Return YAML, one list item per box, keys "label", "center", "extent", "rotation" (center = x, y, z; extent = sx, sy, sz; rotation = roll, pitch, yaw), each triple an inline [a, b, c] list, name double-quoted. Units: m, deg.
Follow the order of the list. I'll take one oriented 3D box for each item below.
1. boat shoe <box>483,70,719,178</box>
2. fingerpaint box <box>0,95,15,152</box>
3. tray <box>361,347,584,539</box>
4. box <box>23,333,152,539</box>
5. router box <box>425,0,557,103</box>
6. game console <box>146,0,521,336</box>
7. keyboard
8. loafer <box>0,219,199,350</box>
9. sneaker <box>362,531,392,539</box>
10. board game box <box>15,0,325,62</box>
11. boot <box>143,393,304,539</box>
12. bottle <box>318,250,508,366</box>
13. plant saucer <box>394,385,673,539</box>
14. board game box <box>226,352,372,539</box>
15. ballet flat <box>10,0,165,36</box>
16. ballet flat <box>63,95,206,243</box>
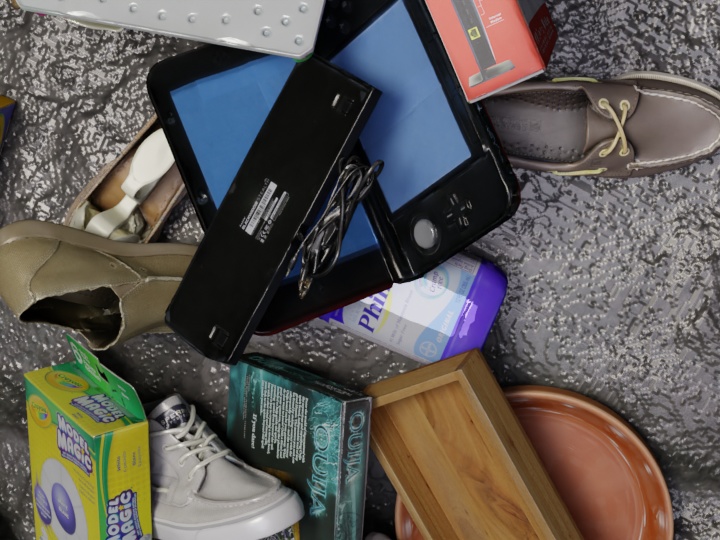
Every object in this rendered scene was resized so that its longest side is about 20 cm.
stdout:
- label: "boat shoe"
  center: [0.148, -0.095, 0.961]
  extent: [0.198, 0.060, 0.073]
  rotation: [4, 104, 8]
- label: "fingerpaint box"
  center: [-0.361, -0.054, 1.047]
  extent: [0.166, 0.073, 0.201]
  rotation: [22, 107, 3]
- label: "tray"
  center: [0.084, 0.157, 0.997]
  extent: [0.098, 0.037, 0.201]
  rotation: [-22, 104, 35]
- label: "box"
  center: [-0.194, 0.155, 1.041]
  extent: [0.117, 0.048, 0.202]
  rotation: [28, 122, 48]
- label: "router box"
  center: [0.061, -0.204, 0.875]
  extent: [0.049, 0.200, 0.181]
  rotation: [-22, 100, 14]
- label: "game console"
  center: [-0.021, -0.087, 0.926]
  extent: [0.172, 0.118, 0.201]
  rotation: [-34, 75, 46]
- label: "keyboard"
  center: [-0.043, -0.029, 0.911]
  extent: [0.104, 0.039, 0.201]
  rotation: [35, 100, 41]
- label: "loafer"
  center: [-0.161, 0.021, 0.994]
  extent: [0.199, 0.068, 0.076]
  rotation: [10, 143, -29]
- label: "sneaker"
  center: [-0.008, 0.284, 1.059]
  extent: [0.111, 0.078, 0.202]
  rotation: [-5, 111, 23]
- label: "board game box"
  center: [-0.103, -0.242, 0.934]
  extent: [0.198, 0.026, 0.202]
  rotation: [11, 78, 9]
- label: "boot"
  center: [-0.121, 0.136, 1.018]
  extent: [0.199, 0.073, 0.096]
  rotation: [-7, 102, 48]
- label: "bottle"
  center: [0.000, 0.000, 1.006]
  extent: [0.199, 0.065, 0.084]
  rotation: [24, 101, 3]
- label: "plant saucer"
  center: [0.125, 0.178, 1.049]
  extent: [0.198, 0.032, 0.202]
  rotation: [2, 105, 8]
- label: "board game box"
  center: [-0.049, 0.171, 1.028]
  extent: [0.135, 0.028, 0.202]
  rotation: [16, 106, 48]
- label: "ballet flat"
  center: [-0.156, -0.197, 0.988]
  extent: [0.198, 0.068, 0.073]
  rotation: [3, 125, 8]
- label: "ballet flat"
  center: [-0.163, -0.052, 1.019]
  extent: [0.068, 0.067, 0.201]
  rotation: [36, 107, -1]
